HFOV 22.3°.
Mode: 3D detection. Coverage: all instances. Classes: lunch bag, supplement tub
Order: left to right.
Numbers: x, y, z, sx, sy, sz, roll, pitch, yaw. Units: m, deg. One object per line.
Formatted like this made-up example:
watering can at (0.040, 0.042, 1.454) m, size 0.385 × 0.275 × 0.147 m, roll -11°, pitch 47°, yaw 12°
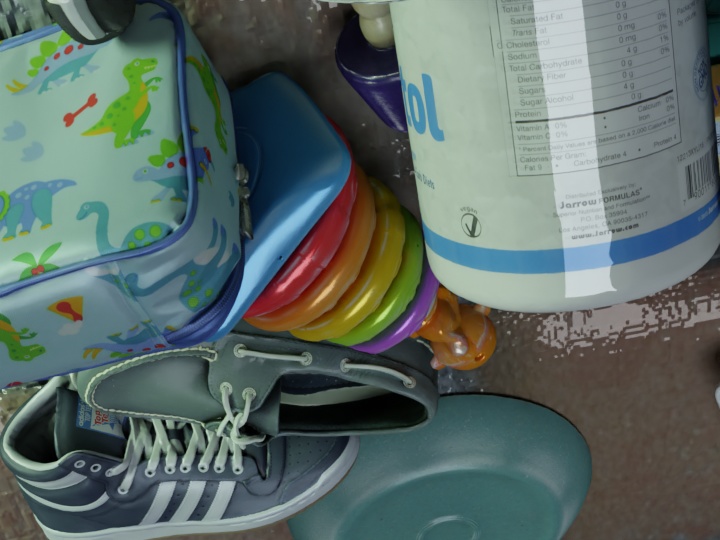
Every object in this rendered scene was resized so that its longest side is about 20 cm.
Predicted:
lunch bag at (-0.150, -0.031, 0.813) m, size 0.198 × 0.162 × 0.083 m, roll -17°, pitch 143°, yaw 10°
supplement tub at (0.079, -0.096, 0.755) m, size 0.131 × 0.132 × 0.202 m, roll -10°, pitch 110°, yaw -1°

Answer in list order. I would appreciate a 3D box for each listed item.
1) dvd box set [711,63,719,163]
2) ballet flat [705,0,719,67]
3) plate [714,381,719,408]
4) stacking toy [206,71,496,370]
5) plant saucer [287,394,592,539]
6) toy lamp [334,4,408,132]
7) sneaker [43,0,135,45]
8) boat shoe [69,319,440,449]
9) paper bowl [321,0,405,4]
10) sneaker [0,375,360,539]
dvd box set at (0.135, -0.050, 0.911) m, size 0.198 × 0.030 × 0.146 m, roll -14°, pitch 160°, yaw 3°
ballet flat at (0.155, -0.136, 0.820) m, size 0.070 × 0.066 × 0.200 m, roll -6°, pitch 164°, yaw -17°
plate at (0.331, 0.083, 1.130) m, size 0.199 × 0.032 × 0.200 m, roll -21°, pitch 136°, yaw 11°
stacking toy at (0.000, 0.000, 0.907) m, size 0.199 × 0.110 × 0.116 m, roll 30°, pitch 104°, yaw -38°
plant saucer at (0.053, 0.155, 1.148) m, size 0.198 × 0.036 × 0.201 m, roll -6°, pitch 138°, yaw -5°
toy lamp at (-0.001, -0.141, 0.800) m, size 0.058 × 0.059 × 0.201 m, roll -16°, pitch 137°, yaw 6°
sneaker at (-0.093, -0.181, 0.725) m, size 0.115 × 0.075 × 0.201 m, roll -16°, pitch 137°, yaw 2°
boat shoe at (-0.053, 0.059, 0.963) m, size 0.198 × 0.062 × 0.073 m, roll -2°, pitch 139°, yaw -10°
paper bowl at (-0.003, -0.189, 0.605) m, size 0.199 × 0.104 × 0.202 m, roll 5°, pitch 114°, yaw 12°
sneaker at (-0.106, 0.097, 1.027) m, size 0.198 × 0.070 × 0.109 m, roll -14°, pitch 140°, yaw 8°
